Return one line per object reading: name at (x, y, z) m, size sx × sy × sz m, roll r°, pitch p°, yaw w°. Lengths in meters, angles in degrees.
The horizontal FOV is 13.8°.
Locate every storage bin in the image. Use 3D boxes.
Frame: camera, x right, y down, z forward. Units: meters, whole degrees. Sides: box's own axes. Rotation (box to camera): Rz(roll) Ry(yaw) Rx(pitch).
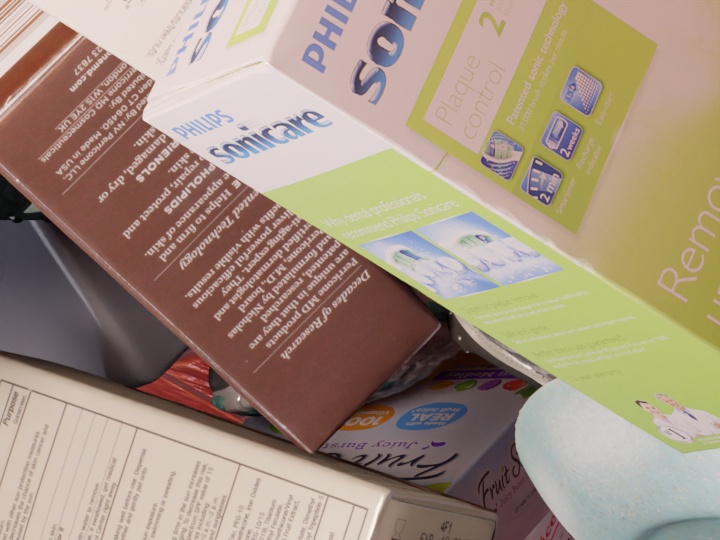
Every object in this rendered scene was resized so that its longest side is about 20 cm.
storage bin at (-0.136, -0.034, 1.244) m, size 0.134 × 0.146 × 0.200 m, roll -10°, pitch 118°, yaw 49°

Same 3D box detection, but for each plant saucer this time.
plant saucer at (0.146, 0.091, 1.014) m, size 0.200 × 0.039 × 0.201 m, roll 12°, pitch 152°, yaw 7°

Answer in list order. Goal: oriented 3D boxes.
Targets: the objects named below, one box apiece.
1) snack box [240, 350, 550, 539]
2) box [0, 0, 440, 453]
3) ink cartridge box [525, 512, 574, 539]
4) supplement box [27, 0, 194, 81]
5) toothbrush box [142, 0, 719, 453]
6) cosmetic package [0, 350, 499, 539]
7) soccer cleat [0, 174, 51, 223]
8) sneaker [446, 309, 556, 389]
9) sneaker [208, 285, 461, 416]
snack box at (0.005, 0.090, 1.239) m, size 0.142 × 0.200 × 0.053 m, roll -5°, pitch 111°, yaw 32°
box at (-0.067, -0.032, 1.032) m, size 0.200 × 0.075 × 0.100 m, roll 48°, pitch 179°, yaw -41°
ink cartridge box at (0.077, 0.124, 1.462) m, size 0.067 × 0.117 × 0.200 m, roll 17°, pitch 163°, yaw 26°
supplement box at (-0.041, -0.102, 0.909) m, size 0.200 × 0.074 × 0.126 m, roll 32°, pitch -165°, yaw -22°
toothbrush box at (0.063, -0.060, 0.832) m, size 0.200 × 0.146 × 0.086 m, roll 32°, pitch 159°, yaw -19°
cosmetic package at (-0.062, 0.105, 1.110) m, size 0.200 × 0.104 × 0.087 m, roll 18°, pitch 180°, yaw 33°
soccer cleat at (-0.103, -0.042, 1.126) m, size 0.199 × 0.068 × 0.081 m, roll -18°, pitch 126°, yaw 6°
sneaker at (0.046, -0.017, 1.052) m, size 0.200 × 0.074 × 0.087 m, roll 45°, pitch 159°, yaw 4°
sneaker at (0.000, 0.000, 1.196) m, size 0.077 × 0.092 × 0.200 m, roll -1°, pitch 162°, yaw -37°
